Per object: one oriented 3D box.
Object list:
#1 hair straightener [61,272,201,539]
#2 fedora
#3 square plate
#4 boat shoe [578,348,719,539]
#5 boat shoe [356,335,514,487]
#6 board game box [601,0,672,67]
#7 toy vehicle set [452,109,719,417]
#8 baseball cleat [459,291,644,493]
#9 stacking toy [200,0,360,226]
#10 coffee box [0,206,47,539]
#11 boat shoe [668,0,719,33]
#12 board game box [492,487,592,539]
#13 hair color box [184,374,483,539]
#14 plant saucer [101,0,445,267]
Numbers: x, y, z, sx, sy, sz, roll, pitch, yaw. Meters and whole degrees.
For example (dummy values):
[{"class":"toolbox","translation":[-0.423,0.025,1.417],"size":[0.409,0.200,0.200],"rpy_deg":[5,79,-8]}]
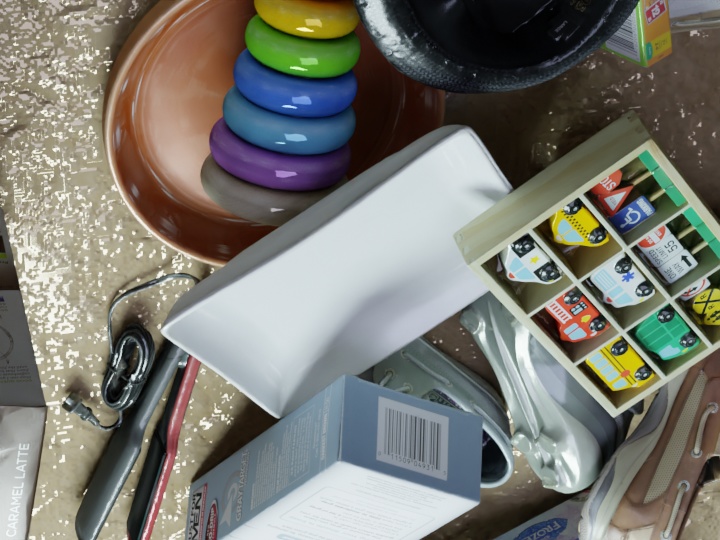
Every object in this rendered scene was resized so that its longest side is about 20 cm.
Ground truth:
[{"class":"hair straightener","translation":[-0.141,0.086,1.546],"size":[0.077,0.041,0.201],"rpy_deg":[11,119,-22]},{"class":"fedora","translation":[0.066,-0.195,1.336],"size":[0.200,0.092,0.201],"rpy_deg":[-12,127,-16]},{"class":"square plate","translation":[0.000,0.000,1.435],"size":[0.200,0.029,0.198],"rpy_deg":[-33,156,6]},{"class":"boat shoe","translation":[0.214,0.104,1.597],"size":[0.200,0.072,0.076],"rpy_deg":[-56,162,-14]},{"class":"boat shoe","translation":[0.022,0.074,1.566],"size":[0.200,0.072,0.070],"rpy_deg":[31,110,-31]},{"class":"board game box","translation":[0.123,-0.215,1.393],"size":[0.030,0.095,0.201],"rpy_deg":[-33,131,-26]},{"class":"toy vehicle set","translation":[0.152,0.000,1.473],"size":[0.124,0.027,0.200],"rpy_deg":[-35,139,10]},{"class":"baseball cleat","translation":[0.118,0.035,1.581],"size":[0.106,0.070,0.201],"rpy_deg":[-33,117,-37]},{"class":"stacking toy","translation":[-0.033,-0.128,1.381],"size":[0.085,0.085,0.201],"rpy_deg":[2,117,-17]},{"class":"coffee box","translation":[-0.230,0.062,1.408],"size":[0.079,0.200,0.115],"rpy_deg":[1,122,-17]},{"class":"boat shoe","translation":[0.241,-0.186,1.466],"size":[0.199,0.075,0.069],"rpy_deg":[-10,147,-14]},{"class":"board game box","translation":[0.117,0.261,1.706],"size":[0.199,0.041,0.200],"rpy_deg":[-26,127,-16]},{"class":"hair color box","translation":[-0.020,0.136,1.545],"size":[0.099,0.061,0.200],"rpy_deg":[18,147,-25]},{"class":"plant saucer","translation":[-0.051,-0.092,1.463],"size":[0.199,0.032,0.201],"rpy_deg":[-7,125,-11]}]
